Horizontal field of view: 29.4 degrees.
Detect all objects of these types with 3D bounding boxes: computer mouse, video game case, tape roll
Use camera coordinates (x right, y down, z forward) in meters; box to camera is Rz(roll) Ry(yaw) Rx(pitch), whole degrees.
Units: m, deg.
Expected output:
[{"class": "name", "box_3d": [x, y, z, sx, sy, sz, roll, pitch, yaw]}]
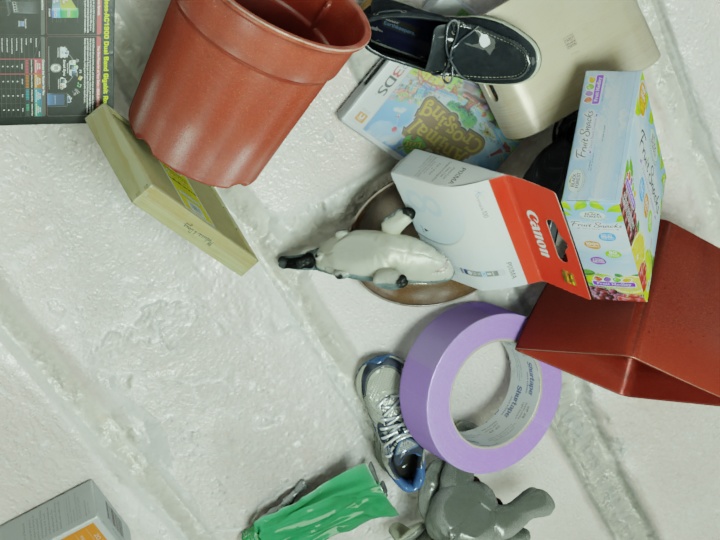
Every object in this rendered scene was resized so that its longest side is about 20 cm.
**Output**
[{"class": "computer mouse", "box_3d": [0.204, -0.088, 1.532, 0.053, 0.200, 0.139, 12, 123, 9]}, {"class": "video game case", "box_3d": [0.103, -0.188, 1.521, 0.200, 0.022, 0.182, 31, 108, -31]}, {"class": "tape roll", "box_3d": [0.148, 0.143, 1.675, 0.200, 0.066, 0.201, -8, 106, -29]}]

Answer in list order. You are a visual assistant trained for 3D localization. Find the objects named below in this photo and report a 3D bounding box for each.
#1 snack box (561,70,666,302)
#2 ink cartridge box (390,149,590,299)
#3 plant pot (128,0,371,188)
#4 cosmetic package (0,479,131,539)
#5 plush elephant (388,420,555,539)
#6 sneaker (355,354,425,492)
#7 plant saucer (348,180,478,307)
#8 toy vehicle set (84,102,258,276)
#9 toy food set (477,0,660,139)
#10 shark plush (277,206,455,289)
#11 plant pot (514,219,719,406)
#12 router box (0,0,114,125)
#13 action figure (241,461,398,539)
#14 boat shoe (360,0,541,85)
[{"class": "snack box", "box_3d": [0.274, -0.088, 1.468, 0.067, 0.169, 0.200, 3, 150, 21]}, {"class": "ink cartridge box", "box_3d": [0.138, -0.038, 1.464, 0.047, 0.200, 0.160, -45, 133, -23]}, {"class": "plant pot", "box_3d": [-0.124, -0.201, 1.350, 0.200, 0.201, 0.195, 18, 123, -26]}, {"class": "cosmetic package", "box_3d": [-0.389, 0.352, 1.677, 0.200, 0.071, 0.102, -28, 126, 1]}, {"class": "plush elephant", "box_3d": [0.129, 0.331, 1.788, 0.165, 0.155, 0.200, 37, 64, 3]}, {"class": "sneaker", "box_3d": [0.050, 0.193, 1.707, 0.077, 0.085, 0.200, -19, 124, -5]}, {"class": "plant saucer", "box_3d": [0.080, -0.042, 1.585, 0.199, 0.032, 0.201, -6, 130, -7]}, {"class": "toy vehicle set", "box_3d": [-0.189, -0.079, 1.396, 0.026, 0.124, 0.200, -39, 146, 9]}, {"class": "toy food set", "box_3d": [0.214, -0.251, 1.483, 0.200, 0.060, 0.144, -31, 110, -7]}, {"class": "shark plush", "box_3d": [0.000, 0.000, 1.530, 0.199, 0.091, 0.083, -13, 158, 21]}, {"class": "plant pot", "box_3d": [0.336, 0.044, 1.624, 0.199, 0.200, 0.177, 23, 78, -32]}, {"class": "router box", "box_3d": [-0.315, -0.241, 1.330, 0.149, 0.062, 0.201, -2, 122, -16]}, {"class": "action figure", "box_3d": [-0.063, 0.312, 1.765, 0.199, 0.055, 0.118, -24, 127, 6]}, {"class": "boat shoe", "box_3d": [0.088, -0.231, 1.416, 0.199, 0.062, 0.075, 17, 122, 4]}]
